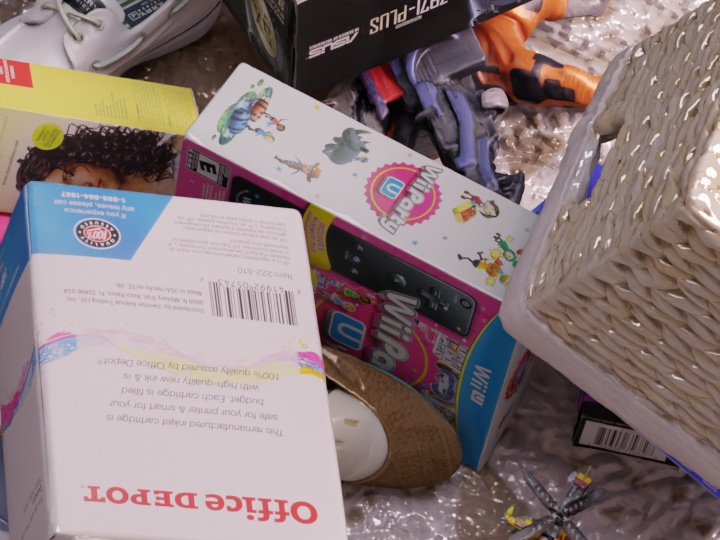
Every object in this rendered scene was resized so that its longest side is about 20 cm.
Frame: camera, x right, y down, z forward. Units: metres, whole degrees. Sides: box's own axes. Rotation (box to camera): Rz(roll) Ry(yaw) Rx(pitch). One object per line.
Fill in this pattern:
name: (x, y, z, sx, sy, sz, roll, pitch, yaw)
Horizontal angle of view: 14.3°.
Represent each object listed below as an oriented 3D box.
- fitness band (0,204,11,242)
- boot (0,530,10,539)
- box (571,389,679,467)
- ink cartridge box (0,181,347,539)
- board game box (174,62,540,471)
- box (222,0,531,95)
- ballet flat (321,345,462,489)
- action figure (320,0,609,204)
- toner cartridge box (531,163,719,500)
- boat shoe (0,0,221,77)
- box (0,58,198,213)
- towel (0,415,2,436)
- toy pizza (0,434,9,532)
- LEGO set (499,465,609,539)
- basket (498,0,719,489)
fitness band: (-0.277, -0.023, 1.516, 0.144, 0.037, 0.200, 36, 40, 23)
boot: (-0.204, 0.169, 1.368, 0.200, 0.074, 0.096, 20, 64, 11)
box: (0.201, 0.021, 1.583, 0.143, 0.036, 0.200, 12, 54, 0)
ink cartridge box: (-0.094, 0.067, 1.362, 0.144, 0.085, 0.200, 6, 52, -20)
board game box: (0.000, 0.000, 1.500, 0.200, 0.148, 0.064, 26, 53, 10)
box: (-0.014, -0.215, 1.579, 0.164, 0.086, 0.200, -24, 60, -19)
ballet flat: (-0.041, 0.062, 1.478, 0.200, 0.068, 0.072, 36, 27, -2)
action figure: (0.073, -0.090, 1.613, 0.193, 0.105, 0.200, -10, 59, -6)
toner cartridge box: (0.165, 0.037, 1.521, 0.200, 0.043, 0.095, 40, 59, 18)
boat shoe: (-0.157, -0.139, 1.609, 0.074, 0.067, 0.200, 40, 52, 17)
box: (-0.191, -0.072, 1.531, 0.200, 0.075, 0.050, 8, 38, -18)
towel: (-0.133, 0.058, 1.470, 0.146, 0.030, 0.200, -7, 51, -52)
toy pizza: (-0.214, 0.112, 1.461, 0.200, 0.032, 0.200, 4, 54, -6)
LEGO set: (0.107, 0.199, 1.394, 0.154, 0.116, 0.200, -31, 65, -26)
basket: (0.208, -0.018, 1.405, 0.200, 0.161, 0.198, 35, 54, -12)
